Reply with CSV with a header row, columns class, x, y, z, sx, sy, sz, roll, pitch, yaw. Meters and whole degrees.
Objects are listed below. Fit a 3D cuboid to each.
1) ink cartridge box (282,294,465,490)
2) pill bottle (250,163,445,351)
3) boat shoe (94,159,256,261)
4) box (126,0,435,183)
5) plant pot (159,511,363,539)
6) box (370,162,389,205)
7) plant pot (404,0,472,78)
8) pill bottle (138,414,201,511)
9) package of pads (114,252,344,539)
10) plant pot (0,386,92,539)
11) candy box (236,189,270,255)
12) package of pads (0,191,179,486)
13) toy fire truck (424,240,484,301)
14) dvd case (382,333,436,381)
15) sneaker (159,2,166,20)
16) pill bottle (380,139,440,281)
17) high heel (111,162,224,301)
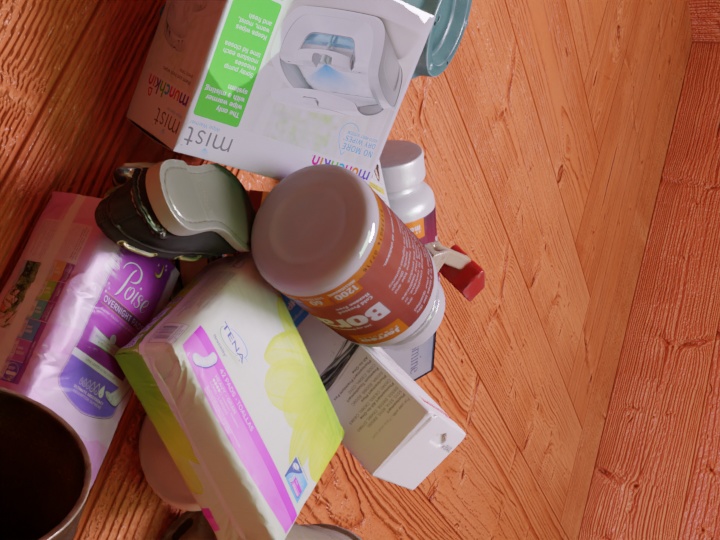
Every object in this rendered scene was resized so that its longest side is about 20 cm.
class,x,y,z,sx,sy,sz,roll,pitch,yaw
ink cartridge box,-0.005,0.113,0.995,0.084,0.200,0.146,-46,155,1
pill bottle,0.000,0.000,0.870,0.200,0.112,0.113,41,60,-56
boat shoe,-0.134,-0.043,0.778,0.201,0.060,0.072,13,58,-76
box,-0.065,-0.169,0.839,0.199,0.097,0.177,13,104,-42
plant pot,-0.102,0.315,0.977,0.183,0.200,0.201,45,56,-45
box,-0.011,-0.098,1.093,0.082,0.049,0.201,20,55,-64
plant pot,0.038,-0.282,1.078,0.201,0.134,0.201,-55,158,-34
pill bottle,-0.111,0.159,0.972,0.200,0.112,0.113,6,92,-65
package of pads,-0.095,0.103,0.822,0.201,0.068,0.155,67,30,-21
plant pot,-0.268,0.198,0.607,0.187,0.186,0.201,-29,137,-59
candy box,-0.062,-0.005,1.093,0.200,0.056,0.117,25,74,-62
package of pads,-0.218,0.055,0.761,0.121,0.075,0.201,59,45,-57
toy fire truck,0.056,0.014,1.079,0.141,0.049,0.200,-43,155,-1
dvd case,0.012,0.109,1.193,0.199,0.018,0.143,-27,137,-28
sneaker,-0.098,-0.217,0.936,0.200,0.079,0.131,-45,135,-38
pill bottle,0.039,-0.048,1.227,0.110,0.109,0.201,-46,137,-51
high heel,-0.160,-0.011,0.861,0.200,0.071,0.143,28,65,-72
